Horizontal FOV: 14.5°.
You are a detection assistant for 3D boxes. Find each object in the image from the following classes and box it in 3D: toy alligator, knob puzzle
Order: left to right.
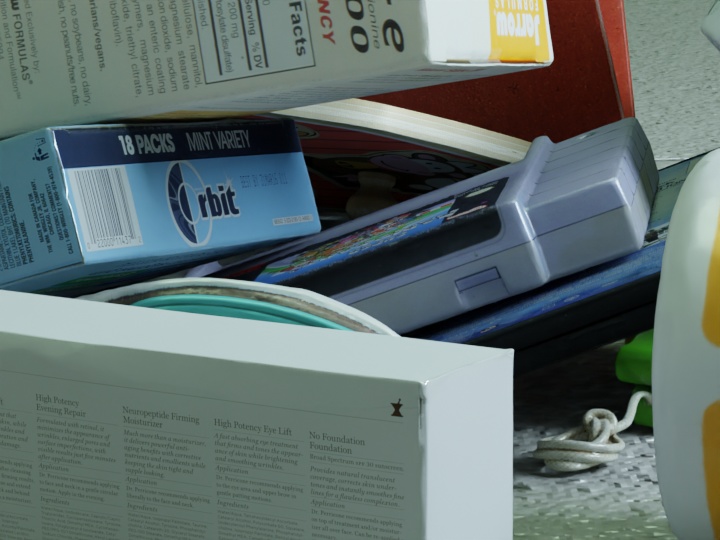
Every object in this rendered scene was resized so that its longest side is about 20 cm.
[{"bbox_3d":[-0.023,-0.035,1.058,0.220,0.030,0.220,7,-9,1],"label":"knob puzzle"},{"bbox_3d":[0.117,0.018,0.944,0.059,0.054,0.200,6,14,34],"label":"toy alligator"}]

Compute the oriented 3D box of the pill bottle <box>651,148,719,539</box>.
[{"bbox_3d":[0.184,0.026,0.746,0.200,0.116,0.116,3,12,18],"label":"pill bottle"}]

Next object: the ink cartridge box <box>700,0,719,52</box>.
[{"bbox_3d":[0.182,-0.043,0.999,0.057,0.163,0.200,-43,10,1],"label":"ink cartridge box"}]

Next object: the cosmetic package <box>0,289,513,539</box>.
[{"bbox_3d":[-0.057,0.052,0.730,0.200,0.083,0.051,7,14,31],"label":"cosmetic package"}]

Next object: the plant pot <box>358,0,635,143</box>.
[{"bbox_3d":[0.009,-0.145,1.175,0.176,0.200,0.200,-10,33,9],"label":"plant pot"}]

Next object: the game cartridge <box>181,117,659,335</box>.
[{"bbox_3d":[0.000,0.000,0.947,0.200,0.038,0.130,-19,4,12],"label":"game cartridge"}]

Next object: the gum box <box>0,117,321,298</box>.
[{"bbox_3d":[-0.138,-0.002,0.915,0.200,0.045,0.170,-15,-2,23],"label":"gum box"}]

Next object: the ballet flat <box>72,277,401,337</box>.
[{"bbox_3d":[-0.078,0.038,0.863,0.200,0.069,0.069,-5,11,2],"label":"ballet flat"}]

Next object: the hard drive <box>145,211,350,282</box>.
[{"bbox_3d":[0.001,-0.001,1.126,0.132,0.026,0.200,5,14,30],"label":"hard drive"}]

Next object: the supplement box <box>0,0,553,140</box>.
[{"bbox_3d":[-0.053,-0.085,0.898,0.200,0.074,0.126,-8,1,20],"label":"supplement box"}]

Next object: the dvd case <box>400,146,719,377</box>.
[{"bbox_3d":[0.080,-0.003,0.941,0.143,0.018,0.200,-21,8,14],"label":"dvd case"}]
